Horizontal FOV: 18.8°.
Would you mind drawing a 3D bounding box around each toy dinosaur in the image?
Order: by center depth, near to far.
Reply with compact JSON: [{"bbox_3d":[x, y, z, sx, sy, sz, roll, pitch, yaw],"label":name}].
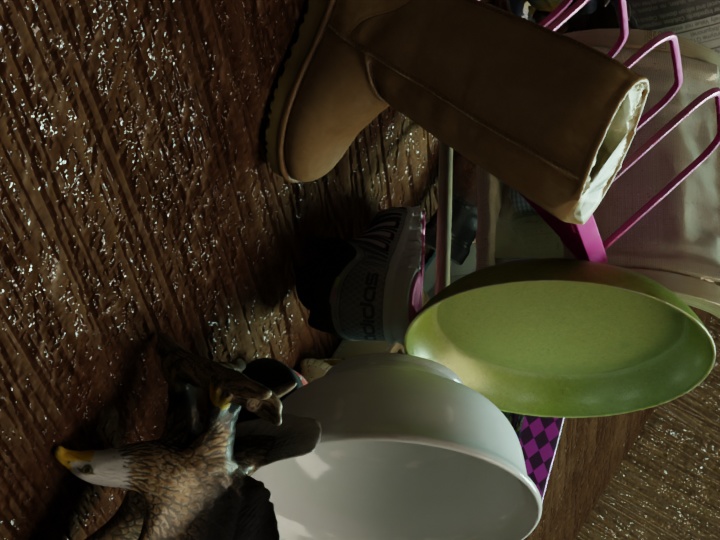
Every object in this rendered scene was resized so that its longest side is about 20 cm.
[{"bbox_3d":[0.117,-0.209,1.548,0.105,0.200,0.182,-22,136,2],"label":"toy dinosaur"}]

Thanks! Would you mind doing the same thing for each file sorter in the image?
[{"bbox_3d":[0.118,-0.124,1.346,0.125,0.200,0.139,-42,164,-1],"label":"file sorter"}]

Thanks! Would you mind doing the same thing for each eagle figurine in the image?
[{"bbox_3d":[-0.120,0.143,1.285,0.152,0.150,0.201,-4,113,-84],"label":"eagle figurine"}]

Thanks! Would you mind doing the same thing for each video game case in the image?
[{"bbox_3d":[0.136,0.077,1.690,0.181,0.036,0.201,173,-68,-86],"label":"video game case"}]

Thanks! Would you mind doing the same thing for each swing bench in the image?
[{"bbox_3d":[0.152,-0.040,1.493,0.200,0.129,0.200,-32,-133,46],"label":"swing bench"}]

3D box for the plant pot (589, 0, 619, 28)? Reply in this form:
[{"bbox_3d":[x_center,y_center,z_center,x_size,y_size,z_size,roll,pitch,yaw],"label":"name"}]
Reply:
[{"bbox_3d":[0.255,-0.182,1.735,0.200,0.200,0.199,-33,130,-59],"label":"plant pot"}]

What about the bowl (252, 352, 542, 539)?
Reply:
[{"bbox_3d":[0.020,0.116,1.427,0.201,0.200,0.091,93,2,-59],"label":"bowl"}]

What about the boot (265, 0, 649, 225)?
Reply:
[{"bbox_3d":[0.048,-0.081,1.251,0.066,0.200,0.176,-36,151,-46],"label":"boot"}]

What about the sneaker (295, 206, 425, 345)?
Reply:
[{"bbox_3d":[0.000,0.000,1.507,0.200,0.087,0.074,-85,178,-73],"label":"sneaker"}]

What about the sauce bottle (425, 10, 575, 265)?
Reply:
[{"bbox_3d":[0.109,-0.100,1.677,0.200,0.066,0.066,-58,165,1],"label":"sauce bottle"}]

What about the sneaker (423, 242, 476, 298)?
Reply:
[{"bbox_3d":[0.059,0.061,1.773,0.200,0.081,0.077,-54,165,-19],"label":"sneaker"}]

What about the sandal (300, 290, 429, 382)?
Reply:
[{"bbox_3d":[-0.020,0.079,1.625,0.070,0.077,0.212,54,54,-39],"label":"sandal"}]

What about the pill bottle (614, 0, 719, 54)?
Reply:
[{"bbox_3d":[0.246,-0.181,1.589,0.113,0.113,0.201,-32,110,-60],"label":"pill bottle"}]

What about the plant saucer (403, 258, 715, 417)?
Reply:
[{"bbox_3d":[0.128,0.041,1.400,0.200,0.199,0.031,89,6,-62],"label":"plant saucer"}]

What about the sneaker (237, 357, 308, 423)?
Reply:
[{"bbox_3d":[-0.087,0.163,1.510,0.202,0.067,0.108,-61,159,-8],"label":"sneaker"}]
